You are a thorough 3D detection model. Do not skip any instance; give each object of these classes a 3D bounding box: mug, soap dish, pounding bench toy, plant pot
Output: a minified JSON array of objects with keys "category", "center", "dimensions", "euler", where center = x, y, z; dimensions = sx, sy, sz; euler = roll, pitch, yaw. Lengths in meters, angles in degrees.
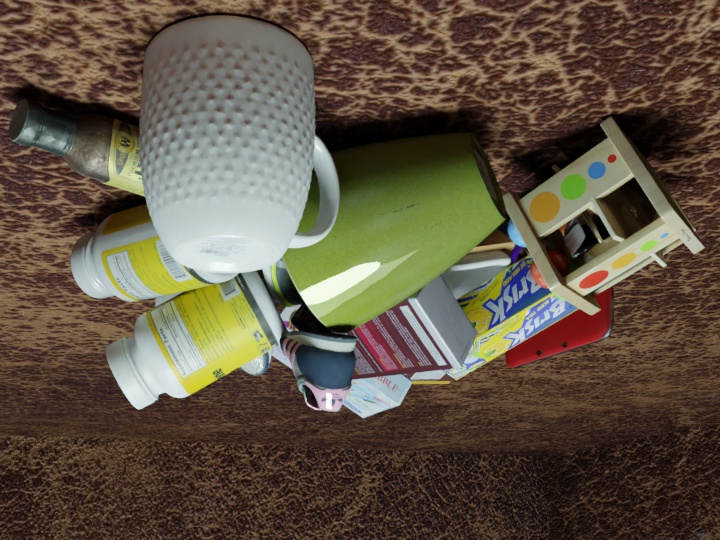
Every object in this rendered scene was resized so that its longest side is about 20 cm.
[{"category":"mug","center":[-0.093,-0.089,0.720],"dimensions":[0.147,0.177,0.199],"euler":[-18,155,39]},{"category":"soap dish","center":[0.094,0.026,1.068],"dimensions":[0.156,0.082,0.201],"euler":[-8,142,-17]},{"category":"pounding bench toy","center":[0.265,-0.037,0.908],"dimensions":[0.156,0.125,0.200],"euler":[-36,148,22]},{"category":"plant pot","center":[0.039,-0.057,0.856],"dimensions":[0.199,0.188,0.187],"euler":[-21,155,19]}]

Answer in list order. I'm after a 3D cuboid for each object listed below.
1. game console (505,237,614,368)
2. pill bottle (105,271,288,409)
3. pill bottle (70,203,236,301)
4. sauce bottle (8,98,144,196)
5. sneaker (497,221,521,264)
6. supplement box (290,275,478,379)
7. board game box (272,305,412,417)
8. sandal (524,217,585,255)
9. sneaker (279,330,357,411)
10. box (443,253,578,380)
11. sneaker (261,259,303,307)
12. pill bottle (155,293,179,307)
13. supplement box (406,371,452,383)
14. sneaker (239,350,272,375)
[{"category":"game console","center":[0.297,0.036,1.133],"dimensions":[0.172,0.119,0.200],"euler":[-15,171,-35]},{"category":"pill bottle","center":[-0.196,0.081,1.008],"dimensions":[0.199,0.113,0.113],"euler":[-29,162,-7]},{"category":"pill bottle","center":[-0.242,-0.024,0.989],"dimensions":[0.199,0.112,0.111],"euler":[-12,159,28]},{"category":"sauce bottle","center":[-0.234,-0.111,0.811],"dimensions":[0.199,0.065,0.064],"euler":[15,155,-43]},{"category":"sneaker","center":[0.182,0.008,1.133],"dimensions":[0.069,0.100,0.200],"euler":[-2,158,0]},{"category":"supplement box","center":[0.025,0.067,0.991],"dimensions":[0.199,0.061,0.109],"euler":[-12,122,41]},{"category":"board game box","center":[-0.043,0.131,1.198],"dimensions":[0.199,0.041,0.200],"euler":[35,160,-4]},{"category":"sandal","center":[0.247,-0.036,1.054],"dimensions":[0.079,0.059,0.207],"euler":[-31,159,7]},{"category":"sneaker","center":[-0.053,0.109,0.922],"dimensions":[0.070,0.083,0.200],"euler":[6,174,-11]},{"category":"box","center":[0.174,0.050,1.014],"dimensions":[0.199,0.065,0.070],"euler":[-34,143,15]},{"category":"sneaker","center":[-0.081,-0.029,0.996],"dimensions":[0.080,0.074,0.201],"euler":[-10,141,2]},{"category":"pill bottle","center":[-0.217,0.068,1.260],"dimensions":[0.108,0.110,0.200],"euler":[-9,159,19]},{"category":"supplement box","center":[0.064,0.093,1.318],"dimensions":[0.196,0.134,0.200],"euler":[1,160,-8]},{"category":"sneaker","center":[-0.189,0.065,1.115],"dimensions":[0.077,0.201,0.085],"euler":[-24,-162,20]}]
